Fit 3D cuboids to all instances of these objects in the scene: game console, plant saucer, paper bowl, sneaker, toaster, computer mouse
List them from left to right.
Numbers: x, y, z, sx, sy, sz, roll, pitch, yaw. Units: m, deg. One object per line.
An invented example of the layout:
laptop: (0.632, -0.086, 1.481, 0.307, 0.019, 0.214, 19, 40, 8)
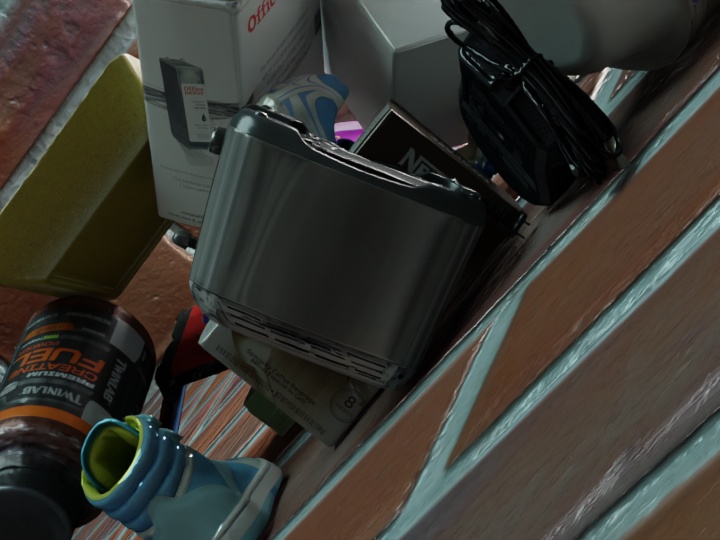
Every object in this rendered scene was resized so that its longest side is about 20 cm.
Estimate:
plant saucer: (-0.184, -0.053, 1.516, 0.200, 0.048, 0.200, -54, -16, 5)
sneaker: (-0.126, 0.139, 1.390, 0.080, 0.131, 0.200, -53, 4, 3)
game console: (-0.106, 0.098, 1.643, 0.172, 0.119, 0.200, -20, 13, 5)
sneaker: (-0.029, -0.047, 1.422, 0.072, 0.072, 0.200, -19, -49, -17)
toaster: (-0.011, -0.012, 1.240, 0.114, 0.200, 0.129, -91, 22, -82)
computer mouse: (0.103, -0.094, 1.162, 0.053, 0.139, 0.200, -38, -10, -6)
paper bowl: (0.113, -0.193, 1.186, 0.104, 0.201, 0.201, -52, 5, -19)

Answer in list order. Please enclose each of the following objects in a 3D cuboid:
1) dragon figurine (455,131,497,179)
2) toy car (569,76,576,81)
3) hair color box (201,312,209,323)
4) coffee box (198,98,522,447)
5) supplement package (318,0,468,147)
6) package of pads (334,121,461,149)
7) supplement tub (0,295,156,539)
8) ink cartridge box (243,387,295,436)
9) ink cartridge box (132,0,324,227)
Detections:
dragon figurine: (0.045, -0.026, 1.424, 0.059, 0.099, 0.200, -88, 12, -81)
toy car: (0.147, -0.244, 1.557, 0.175, 0.150, 0.200, -48, 6, 30)
hair color box: (-0.091, -0.030, 1.605, 0.200, 0.065, 0.109, -110, 24, -78)
coffee box: (0.000, 0.000, 1.340, 0.200, 0.114, 0.080, -52, 4, 8)
supplement package: (0.032, -0.195, 1.488, 0.120, 0.200, 0.121, -19, -37, -17)
package of pads: (0.015, -0.067, 1.645, 0.200, 0.120, 0.076, -67, -28, -69)
supplement tub: (-0.219, 0.116, 1.481, 0.107, 0.107, 0.200, -48, 18, 35)
ink cartridge box: (-0.029, 0.042, 1.681, 0.146, 0.048, 0.200, -51, 5, 13)
ink cartridge box: (-0.089, -0.147, 1.442, 0.146, 0.085, 0.200, -59, -24, -46)
